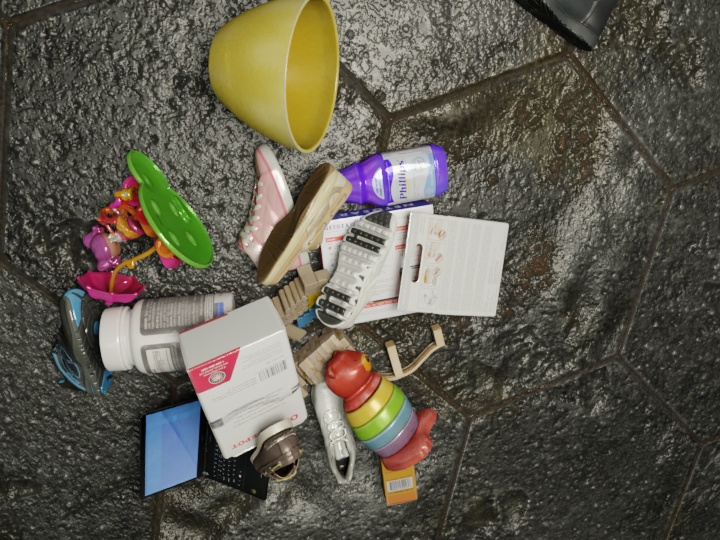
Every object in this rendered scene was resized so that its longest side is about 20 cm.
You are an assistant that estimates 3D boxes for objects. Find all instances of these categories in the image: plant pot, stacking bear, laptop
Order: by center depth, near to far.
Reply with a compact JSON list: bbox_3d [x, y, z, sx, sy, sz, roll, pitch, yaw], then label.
[{"bbox_3d":[-0.125,-0.279,0.779,0.138,0.200,0.206,12,106,14],"label":"plant pot"},{"bbox_3d":[0.020,0.217,0.921,0.113,0.122,0.201,-36,99,24],"label":"stacking bear"},{"bbox_3d":[-0.256,0.316,0.938,0.195,0.103,0.182,16,114,11],"label":"laptop"}]

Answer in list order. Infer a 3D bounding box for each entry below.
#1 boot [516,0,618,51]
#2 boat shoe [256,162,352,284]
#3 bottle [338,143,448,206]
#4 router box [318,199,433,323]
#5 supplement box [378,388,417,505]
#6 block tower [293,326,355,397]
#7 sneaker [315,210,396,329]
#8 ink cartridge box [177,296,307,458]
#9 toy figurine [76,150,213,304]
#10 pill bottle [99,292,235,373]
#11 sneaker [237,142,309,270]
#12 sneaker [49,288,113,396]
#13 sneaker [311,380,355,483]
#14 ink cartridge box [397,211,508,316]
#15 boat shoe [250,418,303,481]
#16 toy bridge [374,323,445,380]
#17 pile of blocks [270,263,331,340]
[{"bbox_3d":[0.335,-0.464,0.856,0.196,0.077,0.171,23,104,-23],"label":"boot"},{"bbox_3d":[-0.081,-0.058,0.831,0.064,0.071,0.202,33,92,-36],"label":"boat shoe"},{"bbox_3d":[0.041,-0.148,0.898,0.194,0.065,0.086,-10,109,-8],"label":"bottle"},{"bbox_3d":[0.031,-0.012,0.944,0.194,0.049,0.185,-9,107,-9],"label":"router box"},{"bbox_3d":[0.063,0.328,1.041,0.067,0.067,0.206,-7,107,-5],"label":"supplement box"},{"bbox_3d":[-0.102,0.178,0.971,0.199,0.058,0.054,-41,109,1],"label":"block tower"},{"bbox_3d":[0.000,0.000,0.884,0.074,0.081,0.203,26,84,27],"label":"sneaker"},{"bbox_3d":[-0.170,0.162,0.834,0.142,0.084,0.204,-22,131,-18],"label":"ink cartridge box"},{"bbox_3d":[-0.349,-0.041,0.833,0.182,0.150,0.203,-34,88,10],"label":"toy figurine"},{"bbox_3d":[-0.295,0.099,0.878,0.194,0.114,0.117,-4,107,-10],"label":"pill bottle"},{"bbox_3d":[-0.153,-0.086,0.872,0.102,0.075,0.205,-19,113,-10],"label":"sneaker"},{"bbox_3d":[-0.441,0.116,0.856,0.079,0.074,0.205,6,124,-2],"label":"sneaker"},{"bbox_3d":[-0.039,0.282,0.997,0.072,0.087,0.206,-15,108,-5],"label":"sneaker"},{"bbox_3d":[0.151,-0.010,0.942,0.194,0.047,0.165,4,98,-23],"label":"ink cartridge box"},{"bbox_3d":[-0.126,0.292,0.864,0.070,0.060,0.202,-21,155,-25],"label":"boat shoe"},{"bbox_3d":[0.061,0.162,1.012,0.195,0.027,0.069,-20,110,-4],"label":"toy bridge"},{"bbox_3d":[-0.119,0.064,0.929,0.199,0.063,0.082,-43,136,14],"label":"pile of blocks"}]
